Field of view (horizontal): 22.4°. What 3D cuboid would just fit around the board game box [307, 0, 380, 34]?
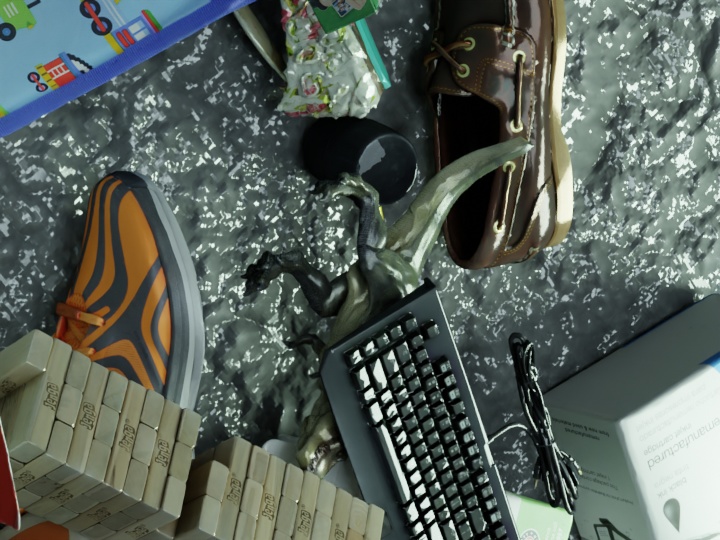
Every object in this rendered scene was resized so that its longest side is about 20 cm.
[{"bbox_3d":[-0.019,-0.209,0.848,0.029,0.200,0.135,-22,112,20],"label":"board game box"}]

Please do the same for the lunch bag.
[{"bbox_3d":[-0.160,-0.147,0.799,0.199,0.094,0.151,-30,109,-3],"label":"lunch bag"}]

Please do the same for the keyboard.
[{"bbox_3d":[0.057,0.095,0.915,0.127,0.021,0.201,-34,121,-25],"label":"keyboard"}]

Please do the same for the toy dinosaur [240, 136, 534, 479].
[{"bbox_3d":[0.000,0.000,0.890,0.088,0.047,0.201,33,84,-25],"label":"toy dinosaur"}]

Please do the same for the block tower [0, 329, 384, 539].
[{"bbox_3d":[-0.083,0.100,0.819,0.200,0.054,0.058,32,49,-28],"label":"block tower"}]

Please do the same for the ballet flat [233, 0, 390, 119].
[{"bbox_3d":[-0.045,-0.164,0.896,0.064,0.076,0.201,-19,102,7],"label":"ballet flat"}]

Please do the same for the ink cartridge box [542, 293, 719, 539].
[{"bbox_3d":[0.207,0.137,1.065,0.146,0.084,0.201,-29,109,-25],"label":"ink cartridge box"}]

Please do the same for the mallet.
[{"bbox_3d":[0.011,0.010,0.968,0.041,0.066,0.201,-22,121,-21],"label":"mallet"}]

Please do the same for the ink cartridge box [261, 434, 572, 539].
[{"bbox_3d":[0.005,0.157,0.958,0.199,0.067,0.118,19,85,-31],"label":"ink cartridge box"}]

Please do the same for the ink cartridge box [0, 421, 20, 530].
[{"bbox_3d":[-0.216,0.008,0.756,0.050,0.162,0.201,-19,105,-33],"label":"ink cartridge box"}]

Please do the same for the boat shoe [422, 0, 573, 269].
[{"bbox_3d":[0.068,-0.099,0.964,0.070,0.070,0.201,-16,103,-32],"label":"boat shoe"}]

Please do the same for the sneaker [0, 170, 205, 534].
[{"bbox_3d":[-0.137,0.056,0.857,0.111,0.077,0.201,-6,99,-31],"label":"sneaker"}]

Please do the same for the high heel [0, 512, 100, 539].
[{"bbox_3d":[-0.170,0.201,0.829,0.200,0.067,0.096,-54,149,-14],"label":"high heel"}]
